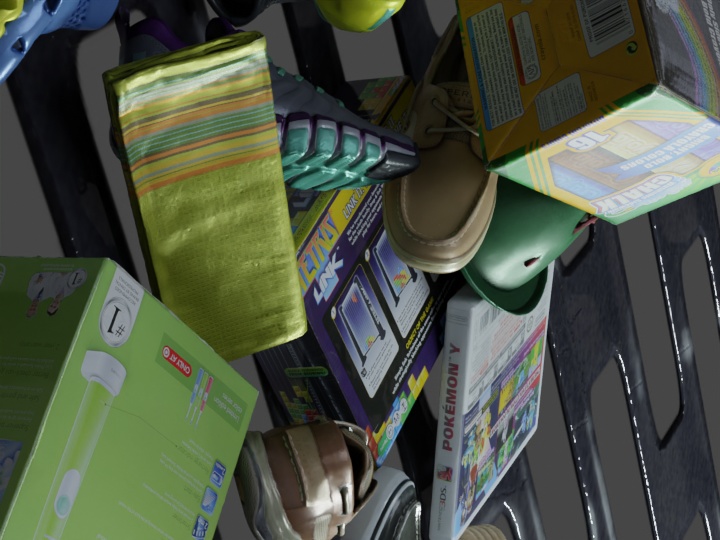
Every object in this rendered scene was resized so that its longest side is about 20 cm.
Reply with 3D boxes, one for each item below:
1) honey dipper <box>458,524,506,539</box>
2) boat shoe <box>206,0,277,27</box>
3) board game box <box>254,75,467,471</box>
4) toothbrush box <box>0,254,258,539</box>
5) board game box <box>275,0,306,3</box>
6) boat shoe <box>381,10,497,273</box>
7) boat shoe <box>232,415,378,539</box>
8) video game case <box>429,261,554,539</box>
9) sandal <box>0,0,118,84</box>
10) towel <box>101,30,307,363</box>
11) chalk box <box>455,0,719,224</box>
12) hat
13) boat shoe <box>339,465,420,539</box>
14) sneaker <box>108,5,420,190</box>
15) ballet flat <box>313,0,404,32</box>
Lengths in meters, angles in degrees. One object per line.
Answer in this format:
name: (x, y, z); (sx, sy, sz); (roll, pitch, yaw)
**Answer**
honey dipper: (0.041, 0.202, 1.128); (0.199, 0.038, 0.038); (7, 85, -57)
boat shoe: (-0.089, -0.222, 0.880); (0.066, 0.074, 0.201); (-71, 154, -47)
board game box: (0.000, 0.000, 1.040); (0.201, 0.056, 0.166); (-58, 135, -41)
toothbrush box: (-0.145, 0.114, 0.781); (0.146, 0.085, 0.202); (46, 52, -49)
board game box: (-0.009, -0.262, 1.019); (0.200, 0.061, 0.201); (-53, 133, -45)
boat shoe: (0.057, -0.091, 1.002); (0.065, 0.070, 0.201); (99, 3, -55)
boat shoe: (-0.023, 0.124, 0.928); (0.200, 0.071, 0.076); (65, 6, -80)
video game case: (0.098, 0.073, 1.172); (0.200, 0.023, 0.184); (-40, 138, -60)
sandal: (-0.146, -0.150, 0.789); (0.201, 0.079, 0.087); (-63, 142, -33)
towel: (-0.078, -0.030, 0.866); (0.085, 0.018, 0.201); (-18, 129, -13)
chalk box: (0.168, -0.114, 0.993); (0.199, 0.123, 0.126); (19, 55, -50)
hat: (0.162, -0.076, 1.075); (0.167, 0.175, 0.200); (65, 29, -14)
boat shoe: (0.020, 0.223, 1.019); (0.072, 0.070, 0.202); (-24, 126, -59)
sneaker: (-0.048, -0.099, 0.912); (0.199, 0.074, 0.089); (5, 76, -38)
ballet flat: (-0.012, -0.237, 0.921); (0.066, 0.067, 0.202); (-18, 98, -30)
